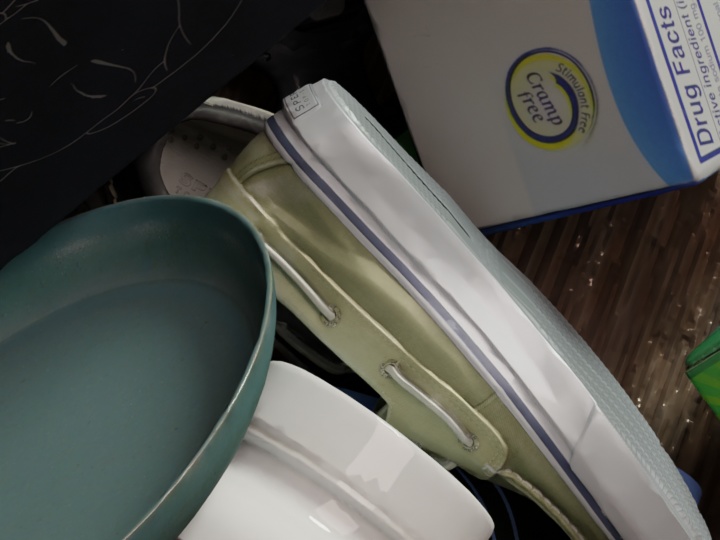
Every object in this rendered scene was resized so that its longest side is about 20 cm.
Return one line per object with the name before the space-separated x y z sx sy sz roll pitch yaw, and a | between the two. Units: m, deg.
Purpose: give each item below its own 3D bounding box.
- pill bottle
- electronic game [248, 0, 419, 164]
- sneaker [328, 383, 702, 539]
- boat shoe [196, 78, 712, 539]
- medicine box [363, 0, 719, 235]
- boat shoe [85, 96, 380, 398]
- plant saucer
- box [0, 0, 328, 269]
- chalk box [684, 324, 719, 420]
pill bottle | -0.051 0.131 0.823 0.113 0.113 0.200 37 78 -4
electronic game | -0.025 -0.107 0.985 0.200 0.042 0.200 2 85 -29
sneaker | 0.017 0.086 0.937 0.200 0.070 0.078 12 73 -16
boat shoe | 0.031 0.030 0.893 0.062 0.072 0.200 -40 95 11
medicine box | 0.086 -0.129 0.969 0.200 0.103 0.182 -29 102 -54
boat shoe | 0.000 0.000 0.944 0.200 0.060 0.074 35 79 -21
plant saucer | -0.104 0.056 0.833 0.027 0.200 0.200 53 54 -29
box | -0.122 -0.118 0.821 0.200 0.197 0.124 28 30 -57
chalk box | 0.202 0.025 0.940 0.200 0.124 0.125 54 41 2
